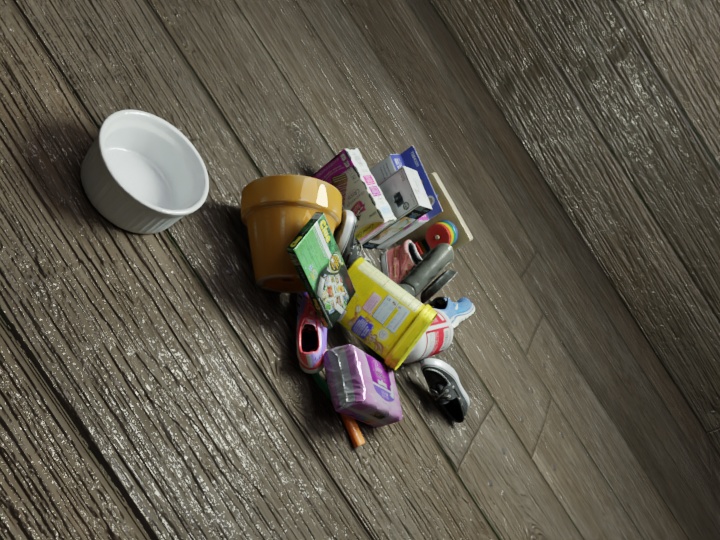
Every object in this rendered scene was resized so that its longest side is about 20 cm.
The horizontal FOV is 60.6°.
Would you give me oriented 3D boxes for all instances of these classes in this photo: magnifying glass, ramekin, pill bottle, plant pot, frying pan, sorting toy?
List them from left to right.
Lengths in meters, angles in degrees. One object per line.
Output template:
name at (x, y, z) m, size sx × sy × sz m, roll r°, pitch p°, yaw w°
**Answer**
ramekin at (-0.368, -0.159, 1.043) m, size 0.200 × 0.098 × 0.201 m, roll 32°, pitch 40°, yaw -33°
plant pot at (-0.136, -0.060, 1.201) m, size 0.200 × 0.199 × 0.184 m, roll 18°, pitch 65°, yaw -45°
magnifying glass at (-0.042, 0.248, 1.208) m, size 0.079 × 0.022 × 0.201 m, roll -7°, pitch 70°, yaw -55°
pill bottle at (0.122, 0.151, 1.420) m, size 0.200 × 0.112 × 0.113 m, roll -4°, pitch 67°, yaw -54°
sorting toy at (0.156, -0.116, 1.606) m, size 0.069 × 0.198 × 0.201 m, roll -23°, pitch 82°, yaw -53°
frying pan at (0.178, 0.044, 1.496) m, size 0.115 × 0.190 × 0.031 m, roll -42°, pitch 88°, yaw -12°

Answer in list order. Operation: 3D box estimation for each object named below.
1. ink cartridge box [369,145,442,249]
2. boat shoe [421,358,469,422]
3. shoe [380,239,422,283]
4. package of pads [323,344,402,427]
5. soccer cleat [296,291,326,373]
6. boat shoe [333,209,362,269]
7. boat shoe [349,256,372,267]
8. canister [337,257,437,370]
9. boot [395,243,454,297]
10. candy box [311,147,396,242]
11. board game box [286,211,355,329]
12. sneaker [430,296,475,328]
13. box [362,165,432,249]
ink cartridge box at (0.086, -0.187, 1.570) m, size 0.043 × 0.200 × 0.197 m, roll -1°, pitch 63°, yaw -53°
boat shoe at (0.194, 0.283, 1.421) m, size 0.200 × 0.070 × 0.066 m, roll 58°, pitch 33°, yaw -37°
shoe at (0.111, 0.022, 1.530) m, size 0.071 × 0.091 × 0.201 m, roll 22°, pitch 47°, yaw -42°
package of pads at (0.007, 0.226, 1.195) m, size 0.200 × 0.075 × 0.121 m, roll 40°, pitch 33°, yaw -56°
soccer cleat at (-0.095, 0.097, 1.200) m, size 0.073 × 0.068 × 0.201 m, roll 86°, pitch 1°, yaw -57°
boat shoe at (-0.031, -0.040, 1.295) m, size 0.066 × 0.201 × 0.070 m, roll 6°, pitch 38°, yaw -17°
boat shoe at (0.000, 0.000, 1.420) m, size 0.072 × 0.071 × 0.201 m, roll -15°, pitch 76°, yaw -56°
canister at (0.038, 0.086, 1.280) m, size 0.200 × 0.149 × 0.087 m, roll 38°, pitch 0°, yaw 12°
boot at (0.143, 0.014, 1.422) m, size 0.200 × 0.182 × 0.073 m, roll -36°, pitch 90°, yaw -13°
candy box at (-0.022, -0.172, 1.474) m, size 0.061 × 0.136 × 0.201 m, roll -22°, pitch 81°, yaw -55°
board game box at (-0.068, 0.002, 1.143) m, size 0.105 × 0.023 × 0.201 m, roll -53°, pitch 137°, yaw -35°
sneaker at (0.241, 0.102, 1.650) m, size 0.200 × 0.078 × 0.090 m, roll -25°, pitch 86°, yaw -57°
box at (0.066, -0.152, 1.516) m, size 0.060 × 0.200 × 0.117 m, roll 7°, pitch 56°, yaw -52°
